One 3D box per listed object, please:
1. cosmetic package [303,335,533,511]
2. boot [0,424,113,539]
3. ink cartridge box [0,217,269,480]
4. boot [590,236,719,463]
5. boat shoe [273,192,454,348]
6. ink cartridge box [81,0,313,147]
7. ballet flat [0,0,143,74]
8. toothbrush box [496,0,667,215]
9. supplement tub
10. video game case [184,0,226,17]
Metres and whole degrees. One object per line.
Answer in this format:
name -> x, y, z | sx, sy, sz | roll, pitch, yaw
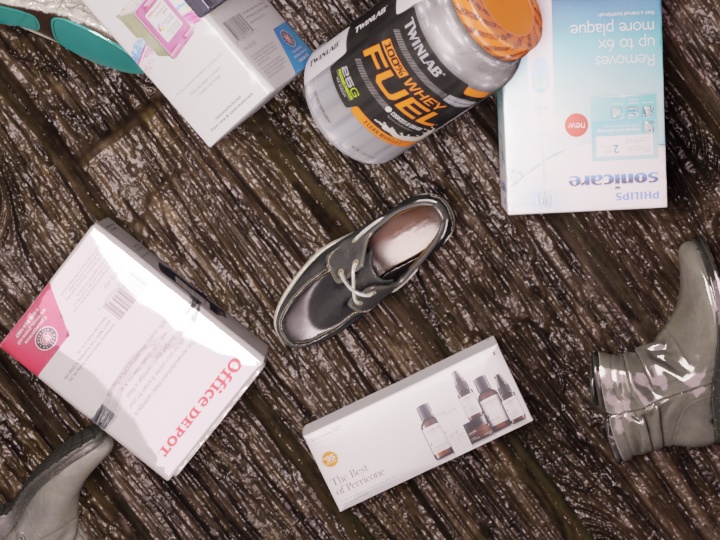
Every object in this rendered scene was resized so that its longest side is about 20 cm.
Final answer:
cosmetic package -> 0.053, 0.142, 1.665 | 0.199, 0.051, 0.083 | -26, 95, 3
boot -> -0.271, 0.246, 1.679 | 0.200, 0.068, 0.131 | -44, 99, 12
ink cartridge box -> -0.203, 0.071, 1.641 | 0.200, 0.084, 0.145 | 39, 95, -3
boot -> 0.273, 0.075, 1.643 | 0.130, 0.068, 0.201 | -7, 97, 5
boat shoe -> 0.000, 0.000, 1.642 | 0.200, 0.068, 0.072 | -38, 96, 6
ink cartridge box -> -0.148, -0.224, 1.573 | 0.085, 0.145, 0.200 | -38, 95, 23
ballet flat -> -0.276, -0.242, 1.619 | 0.199, 0.072, 0.072 | 20, 96, -2
toothbrush box -> 0.196, -0.154, 1.614 | 0.145, 0.085, 0.201 | -2, 98, 1
supplement tub -> 0.054, -0.186, 1.551 | 0.200, 0.123, 0.123 | -32, 96, 40
video game case -> -0.134, -0.309, 1.552 | 0.143, 0.200, 0.019 | 49, 126, -5
